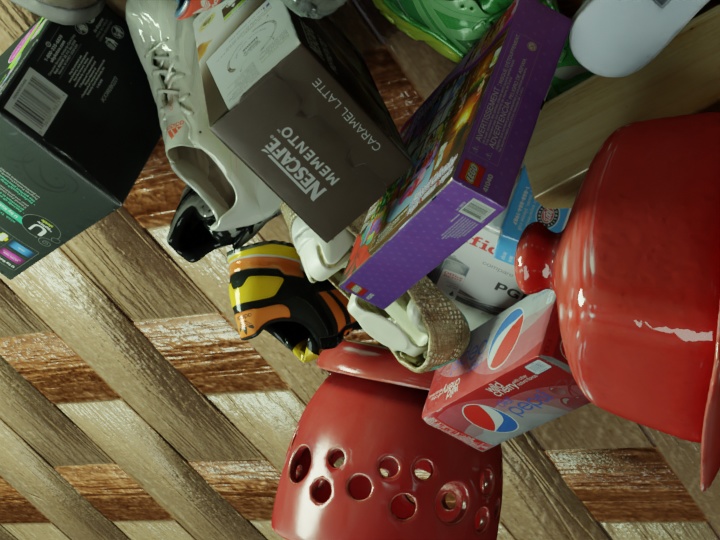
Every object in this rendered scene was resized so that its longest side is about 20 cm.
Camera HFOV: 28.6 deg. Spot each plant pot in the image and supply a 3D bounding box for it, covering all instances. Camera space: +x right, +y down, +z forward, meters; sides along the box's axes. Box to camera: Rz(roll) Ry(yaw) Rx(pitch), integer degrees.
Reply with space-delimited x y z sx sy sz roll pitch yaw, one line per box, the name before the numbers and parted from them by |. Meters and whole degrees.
plant pot | 0.031 0.161 1.253 0.200 0.183 0.200 9 177 0

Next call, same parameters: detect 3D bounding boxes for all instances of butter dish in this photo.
butter dish | 0.164 0.001 0.834 0.147 0.201 0.200 8 153 15

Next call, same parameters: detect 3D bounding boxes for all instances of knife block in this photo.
knife block | 0.210 -0.115 0.859 0.199 0.064 0.176 -4 148 -11

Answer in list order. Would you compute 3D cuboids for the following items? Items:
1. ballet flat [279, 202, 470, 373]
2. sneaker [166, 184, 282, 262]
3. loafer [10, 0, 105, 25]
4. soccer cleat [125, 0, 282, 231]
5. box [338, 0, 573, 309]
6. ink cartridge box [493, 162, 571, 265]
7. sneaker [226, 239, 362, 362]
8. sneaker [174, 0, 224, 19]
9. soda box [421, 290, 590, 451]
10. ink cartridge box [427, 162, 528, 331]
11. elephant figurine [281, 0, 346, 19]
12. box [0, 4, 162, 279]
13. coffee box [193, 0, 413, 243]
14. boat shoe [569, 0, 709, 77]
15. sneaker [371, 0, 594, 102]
ballet flat | 0.000 0.000 1.072 0.200 0.065 0.071 42 132 4
sneaker | -0.085 -0.058 1.158 0.076 0.088 0.200 41 140 -20
loafer | -0.277 -0.254 1.042 0.199 0.073 0.071 21 135 -4
soccer cleat | -0.126 -0.123 1.056 0.069 0.077 0.200 -32 89 52
box | 0.055 -0.068 0.891 0.039 0.137 0.200 27 154 -10
ink cartridge box | 0.205 -0.033 0.980 0.199 0.116 0.067 21 166 6
sneaker | -0.034 0.039 1.201 0.070 0.090 0.200 -18 155 41
sneaker | -0.164 -0.248 0.942 0.200 0.085 0.075 40 146 -2
soda box | 0.119 0.073 1.053 0.063 0.070 0.200 26 153 -13
ink cartridge box | 0.109 0.000 1.122 0.145 0.085 0.200 24 144 0
elephant figurine | 0.003 -0.255 0.828 0.155 0.200 0.142 47 179 26
box | -0.257 -0.107 1.141 0.124 0.149 0.200 38 143 -21
coffee box | -0.044 -0.122 0.947 0.080 0.200 0.114 -40 116 12
boat shoe | 0.201 -0.196 0.825 0.200 0.065 0.074 -35 109 28
sneaker | 0.097 -0.164 0.921 0.200 0.074 0.084 28 149 -4
